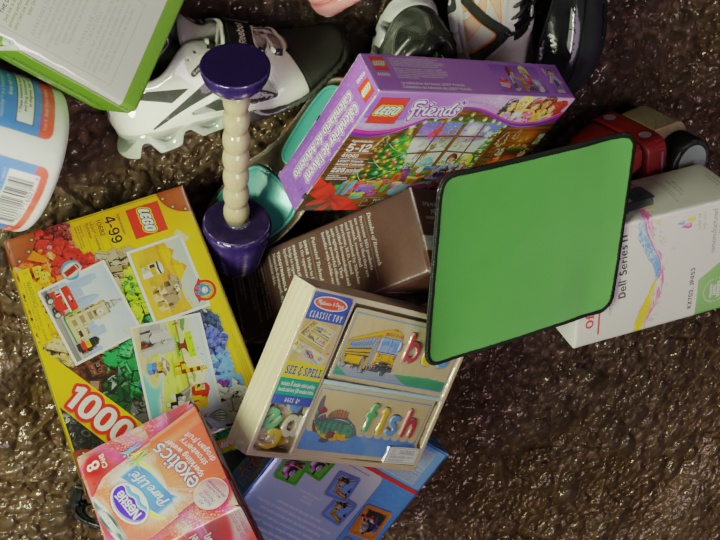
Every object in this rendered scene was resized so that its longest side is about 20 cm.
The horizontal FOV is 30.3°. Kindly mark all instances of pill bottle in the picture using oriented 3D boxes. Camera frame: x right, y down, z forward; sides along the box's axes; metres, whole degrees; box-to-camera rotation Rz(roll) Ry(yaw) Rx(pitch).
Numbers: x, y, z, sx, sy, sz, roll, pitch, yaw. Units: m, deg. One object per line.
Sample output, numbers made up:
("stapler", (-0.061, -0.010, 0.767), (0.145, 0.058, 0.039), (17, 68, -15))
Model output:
("pill bottle", (-0.314, -0.103, 0.924), (0.199, 0.112, 0.113), (16, 110, -32))

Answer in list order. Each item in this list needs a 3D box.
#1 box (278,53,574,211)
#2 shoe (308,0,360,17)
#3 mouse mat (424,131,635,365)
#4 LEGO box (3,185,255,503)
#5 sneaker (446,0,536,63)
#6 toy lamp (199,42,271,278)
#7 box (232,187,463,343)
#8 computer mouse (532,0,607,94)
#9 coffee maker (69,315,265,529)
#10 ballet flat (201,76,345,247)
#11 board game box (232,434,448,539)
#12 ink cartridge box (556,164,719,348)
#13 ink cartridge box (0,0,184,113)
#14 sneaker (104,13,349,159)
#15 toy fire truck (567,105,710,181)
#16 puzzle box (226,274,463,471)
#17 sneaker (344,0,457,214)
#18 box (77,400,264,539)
("box", (0.052, -0.103, 1.026), (0.199, 0.039, 0.137), (-4, 146, -37))
("shoe", (0.019, -0.283, 1.010), (0.200, 0.072, 0.091), (-39, 129, 7))
("mouse mat", (0.133, -0.018, 1.033), (0.199, 0.008, 0.162), (-15, 122, -32))
("LEGO box", (-0.172, 0.056, 1.031), (0.148, 0.201, 0.077), (-19, 160, -15))
("sneaker", (0.112, -0.223, 1.070), (0.074, 0.080, 0.201), (-54, 137, -31))
("toy lamp", (-0.094, -0.074, 1.007), (0.058, 0.058, 0.201), (-16, 140, -17))
("box", (0.000, 0.000, 1.083), (0.199, 0.076, 0.100), (-20, 166, 35))
("computer mouse", (0.176, -0.219, 1.077), (0.140, 0.046, 0.202), (-16, 125, -65))
("coffee maker", (-0.131, 0.150, 1.150), (0.191, 0.135, 0.201), (5, 115, -28))
("ballet flat", (-0.051, -0.081, 1.088), (0.200, 0.067, 0.068), (-41, 86, 28))
("board game box", (-0.041, 0.195, 1.115), (0.151, 0.037, 0.201), (33, 97, -36))
("ink cartridge box", (0.222, -0.008, 1.147), (0.198, 0.067, 0.118), (-14, 124, -14))
("ink cartridge box", (-0.218, -0.217, 0.897), (0.199, 0.076, 0.149), (27, 82, -35))
("sneaker", (-0.103, -0.160, 1.016), (0.199, 0.074, 0.089), (-24, 127, -11))
("toy fire truck", (0.200, -0.046, 1.220), (0.199, 0.129, 0.177), (-22, 126, -25))
("puzzle box", (-0.001, 0.083, 1.016), (0.199, 0.025, 0.134), (14, 101, -48))
("sneaker", (0.030, -0.121, 1.095), (0.066, 0.091, 0.201), (5, 116, -27))
("box", (-0.120, 0.203, 0.969), (0.094, 0.103, 0.201), (-25, 140, -7))
